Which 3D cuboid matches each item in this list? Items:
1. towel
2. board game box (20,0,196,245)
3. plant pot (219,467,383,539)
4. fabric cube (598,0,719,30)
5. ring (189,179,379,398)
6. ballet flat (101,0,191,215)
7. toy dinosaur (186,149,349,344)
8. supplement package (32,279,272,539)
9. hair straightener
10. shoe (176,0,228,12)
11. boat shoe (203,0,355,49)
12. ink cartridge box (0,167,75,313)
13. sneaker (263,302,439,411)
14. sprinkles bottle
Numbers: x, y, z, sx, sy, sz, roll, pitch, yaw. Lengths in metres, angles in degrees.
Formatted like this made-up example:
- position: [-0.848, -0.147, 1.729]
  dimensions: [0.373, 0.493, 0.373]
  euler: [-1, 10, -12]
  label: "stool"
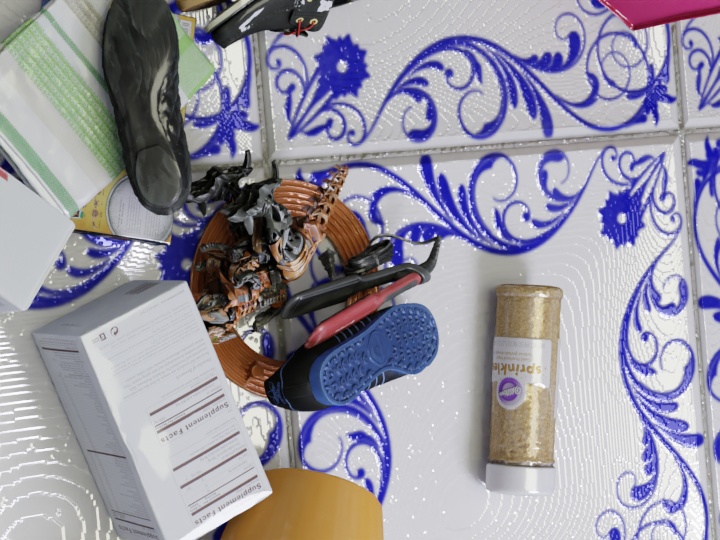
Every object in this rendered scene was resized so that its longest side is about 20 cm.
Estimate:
- position: [-0.230, -0.158, 1.639]
  dimensions: [0.200, 0.031, 0.150]
  euler: [-48, 114, -25]
  label: "towel"
- position: [-0.218, -0.130, 1.678]
  dimensions: [0.135, 0.035, 0.202]
  euler: [9, 85, -31]
  label: "board game box"
- position: [-0.056, 0.280, 1.693]
  dimensions: [0.199, 0.200, 0.185]
  euler: [27, 60, -28]
  label: "plant pot"
- position: [0.300, -0.379, 1.903]
  dimensions: [0.199, 0.196, 0.201]
  euler: [34, 72, -27]
  label: "fabric cube"
- position: [-0.064, 0.017, 1.779]
  dimensions: [0.199, 0.019, 0.203]
  euler: [1, 88, -31]
  label: "ring"
- position: [-0.181, -0.145, 1.635]
  dimensions: [0.066, 0.057, 0.202]
  euler: [-6, 87, -6]
  label: "ballet flat"
- position: [-0.090, -0.026, 1.718]
  dimensions: [0.201, 0.101, 0.136]
  euler: [-58, 132, -38]
  label: "toy dinosaur"
- position: [-0.177, 0.121, 1.654]
  dimensions: [0.109, 0.113, 0.201]
  euler: [-28, 105, -27]
  label: "supplement package"
- position: [0.000, 0.000, 1.763]
  dimensions: [0.199, 0.041, 0.077]
  euler: [-30, 71, -39]
  label: "hair straightener"
- position: [-0.088, -0.289, 1.741]
  dimensions: [0.199, 0.070, 0.054]
  euler: [-32, 95, -25]
  label: "shoe"
- position: [-0.053, -0.244, 1.757]
  dimensions: [0.201, 0.073, 0.063]
  euler: [-31, 97, -32]
  label: "boat shoe"
- position: [-0.334, -0.036, 1.513]
  dimensions: [0.144, 0.199, 0.084]
  euler: [39, 67, -25]
  label: "ink cartridge box"
- position: [-0.007, 0.078, 1.769]
  dimensions: [0.199, 0.077, 0.071]
  euler: [-20, 99, -53]
  label: "sneaker"
- position: [0.159, 0.115, 1.885]
  dimensions: [0.068, 0.068, 0.202]
  euler: [5, 86, -31]
  label: "sprinkles bottle"
